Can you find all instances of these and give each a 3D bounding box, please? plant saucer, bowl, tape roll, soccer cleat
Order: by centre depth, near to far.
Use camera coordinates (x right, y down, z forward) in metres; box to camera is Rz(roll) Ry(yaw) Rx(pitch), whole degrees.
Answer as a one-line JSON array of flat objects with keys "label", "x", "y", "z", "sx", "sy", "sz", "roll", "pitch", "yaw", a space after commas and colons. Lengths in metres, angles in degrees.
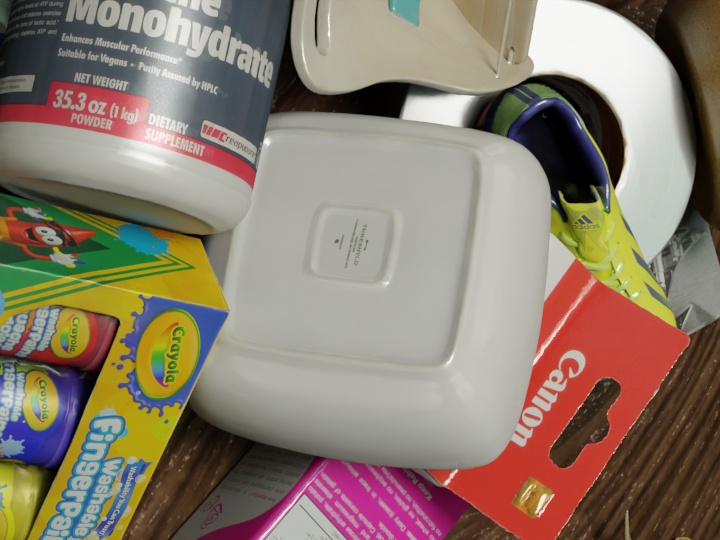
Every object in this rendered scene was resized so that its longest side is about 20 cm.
[{"label": "bowl", "x": 0.000, "y": 0.000, "z": 0.733, "sx": 0.199, "sy": 0.075, "sz": 0.200, "roll": 8, "pitch": 71, "yaw": 11}, {"label": "soccer cleat", "x": 0.136, "y": -0.021, "z": 0.813, "sx": 0.065, "sy": 0.084, "sz": 0.200, "roll": -30, "pitch": 100, "yaw": -4}, {"label": "tape roll", "x": 0.115, "y": -0.077, "z": 0.880, "sx": 0.200, "sy": 0.066, "sz": 0.201, "roll": -1, "pitch": 97, "yaw": -8}, {"label": "plant saucer", "x": 0.235, "y": -0.106, "z": 0.901, "sx": 0.035, "sy": 0.200, "sz": 0.200, "roll": -14, "pitch": 96, "yaw": 3}]

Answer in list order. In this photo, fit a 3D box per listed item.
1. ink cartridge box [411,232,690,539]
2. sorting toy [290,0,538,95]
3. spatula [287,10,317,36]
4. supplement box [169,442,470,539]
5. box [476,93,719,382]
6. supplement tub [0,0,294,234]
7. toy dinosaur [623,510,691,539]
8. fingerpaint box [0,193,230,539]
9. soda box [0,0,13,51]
[{"label": "ink cartridge box", "x": 0.065, "y": 0.040, "z": 0.771, "sx": 0.200, "sy": 0.050, "sz": 0.161, "roll": 33, "pitch": 76, "yaw": 20}, {"label": "sorting toy", "x": 0.026, "y": -0.181, "z": 0.719, "sx": 0.180, "sy": 0.107, "sz": 0.200, "roll": -39, "pitch": 146, "yaw": -42}, {"label": "spatula", "x": -0.060, "y": -0.163, "z": 0.858, "sx": 0.200, "sy": 0.021, "sz": 0.057, "roll": -3, "pitch": 65, "yaw": -34}, {"label": "supplement box", "x": -0.009, "y": 0.137, "z": 0.835, "sx": 0.200, "sy": 0.101, "sz": 0.103, "roll": -46, "pitch": 110, "yaw": -22}, {"label": "box", "x": 0.179, "y": -0.034, "z": 0.979, "sx": 0.158, "sy": 0.048, "sz": 0.200, "roll": -22, "pitch": 100, "yaw": -28}, {"label": "supplement tub", "x": -0.108, "y": -0.128, "z": 0.688, "sx": 0.140, "sy": 0.140, "sz": 0.200, "roll": 15, "pitch": 82, "yaw": -29}, {"label": "toy dinosaur", "x": 0.241, "y": 0.250, "z": 1.015, "sx": 0.200, "sy": 0.058, "sz": 0.101, "roll": 26, "pitch": 61, "yaw": -35}, {"label": "fingerpaint box", "x": -0.185, "y": 0.066, "z": 0.694, "sx": 0.167, "sy": 0.073, "sz": 0.200, "roll": 14, "pitch": 118, "yaw": -30}, {"label": "soda box", "x": -0.170, "y": -0.129, "z": 0.771, "sx": 0.068, "sy": 0.063, "sz": 0.200, "roll": -44, "pitch": 109, "yaw": -23}]
